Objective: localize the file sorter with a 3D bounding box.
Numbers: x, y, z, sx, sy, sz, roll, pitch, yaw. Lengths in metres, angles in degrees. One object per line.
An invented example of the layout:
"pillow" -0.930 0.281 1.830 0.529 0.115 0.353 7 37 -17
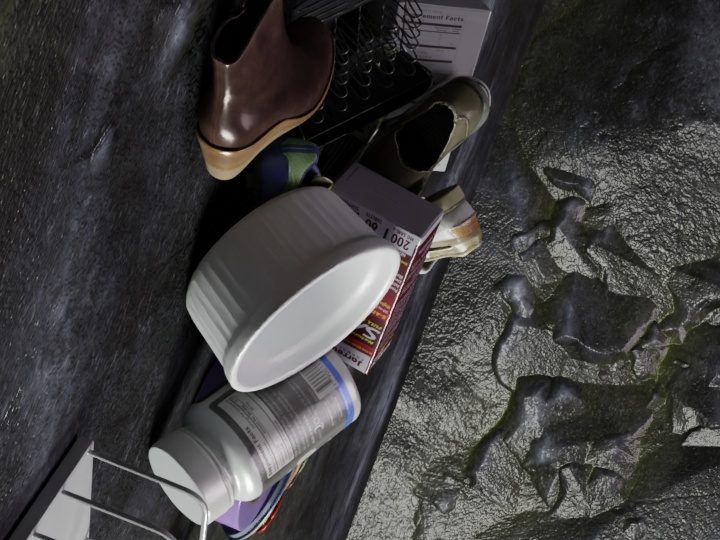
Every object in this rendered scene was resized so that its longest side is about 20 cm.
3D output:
"file sorter" -0.221 0.266 1.233 0.200 0.124 0.139 -60 167 -45

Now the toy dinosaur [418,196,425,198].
"toy dinosaur" 0.029 -0.059 1.730 0.200 0.101 0.058 109 -29 -56

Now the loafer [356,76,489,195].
"loafer" 0.043 -0.118 1.548 0.200 0.075 0.070 -47 171 28

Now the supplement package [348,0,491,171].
"supplement package" 0.053 -0.225 1.695 0.114 0.109 0.201 -116 -146 -51

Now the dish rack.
"dish rack" -0.003 -0.213 1.474 0.153 0.055 0.200 -29 157 -16

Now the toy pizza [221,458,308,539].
"toy pizza" -0.109 0.240 1.873 0.200 0.032 0.200 -52 -159 28

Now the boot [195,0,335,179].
"boot" -0.070 -0.183 1.281 0.200 0.072 0.167 -58 170 -33

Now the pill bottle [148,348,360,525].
"pill bottle" -0.106 0.158 1.539 0.200 0.114 0.114 -36 155 -27

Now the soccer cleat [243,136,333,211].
"soccer cleat" -0.066 -0.063 1.498 0.200 0.083 0.065 86 -3 -63

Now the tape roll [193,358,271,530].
"tape roll" -0.132 0.181 1.706 0.200 0.085 0.201 21 90 -80

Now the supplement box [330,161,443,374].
"supplement box" 0.000 0.000 1.570 0.061 0.109 0.200 -50 165 -47

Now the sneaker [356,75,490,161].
"sneaker" 0.051 -0.137 1.616 0.200 0.076 0.088 -41 -173 4

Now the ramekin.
"ramekin" -0.068 0.013 1.447 0.200 0.098 0.201 -35 161 -14

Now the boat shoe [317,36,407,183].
"boat shoe" -0.008 -0.150 1.596 0.200 0.072 0.062 -57 -150 5

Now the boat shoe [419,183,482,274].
"boat shoe" 0.049 -0.025 1.610 0.075 0.069 0.200 -37 -172 -35
